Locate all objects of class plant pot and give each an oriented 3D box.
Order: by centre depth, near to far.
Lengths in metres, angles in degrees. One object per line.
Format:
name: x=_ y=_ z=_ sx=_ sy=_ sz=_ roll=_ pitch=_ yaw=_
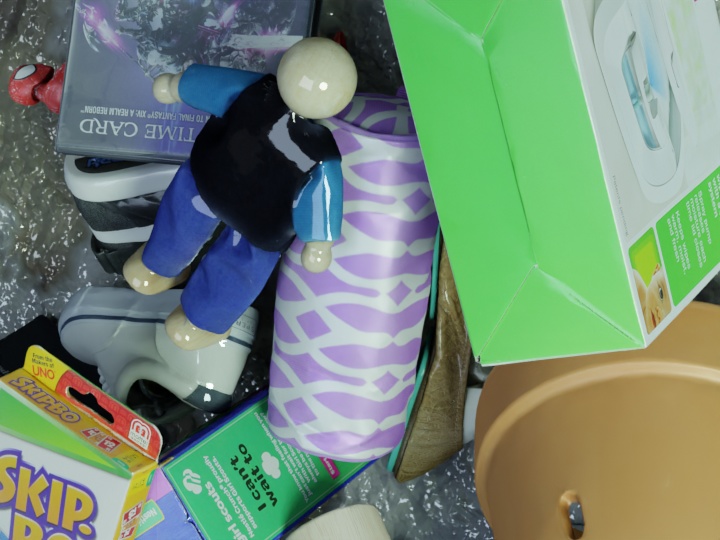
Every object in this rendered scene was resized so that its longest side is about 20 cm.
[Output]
plant pot: x=0.148 y=0.133 z=1.136 sx=0.198 sy=0.141 sz=0.201 roll=6 pitch=136 yaw=6

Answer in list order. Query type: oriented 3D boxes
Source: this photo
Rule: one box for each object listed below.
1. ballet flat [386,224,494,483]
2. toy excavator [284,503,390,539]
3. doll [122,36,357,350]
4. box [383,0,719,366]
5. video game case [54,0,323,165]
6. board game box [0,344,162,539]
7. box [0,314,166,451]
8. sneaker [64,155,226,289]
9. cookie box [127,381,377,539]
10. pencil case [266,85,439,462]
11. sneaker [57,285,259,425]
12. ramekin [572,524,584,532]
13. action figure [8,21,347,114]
ballet flat: x=0.064 y=0.036 z=1.252 sx=0.072 sy=0.068 sz=0.201 roll=12 pitch=113 yaw=5
toy excavator: x=-0.021 y=0.201 z=1.298 sx=0.200 sy=0.194 sz=0.100 roll=-39 pitch=60 yaw=24
doll: x=-0.061 y=-0.047 z=1.159 sx=0.137 sy=0.048 sz=0.200 roll=52 pitch=135 yaw=13
box: x=0.105 y=-0.081 z=1.100 sx=0.096 sy=0.176 sz=0.202 roll=-6 pitch=106 yaw=32
video game case: x=-0.087 y=-0.157 z=1.222 sx=0.142 sy=0.019 sz=0.202 roll=6 pitch=88 yaw=20
board game box: x=-0.169 y=0.144 z=1.208 sx=0.095 sy=0.030 sz=0.201 roll=31 pitch=118 yaw=22
box: x=-0.254 y=0.162 z=1.405 sx=0.124 sy=0.196 sz=0.200 roll=45 pitch=126 yaw=9
sneaker: x=-0.060 y=-0.035 z=1.296 sx=0.198 sy=0.073 sz=0.112 roll=-2 pitch=134 yaw=16
cookie box: x=-0.092 y=0.135 z=1.293 sx=0.171 sy=0.200 sz=0.075 roll=-34 pitch=90 yaw=36
pencil case: x=0.000 y=0.000 z=1.201 sx=0.083 sy=0.085 sz=0.202 roll=17 pitch=111 yaw=14
sneaker: x=-0.129 y=0.051 z=1.319 sx=0.200 sy=0.073 sz=0.071 roll=-7 pitch=63 yaw=61
ramekin: x=0.112 y=0.254 z=1.277 sx=0.199 sy=0.105 sz=0.202 roll=12 pitch=115 yaw=27
action figure: x=-0.110 y=-0.136 z=1.272 sx=0.198 sy=0.065 sz=0.100 roll=-7 pitch=84 yaw=20
